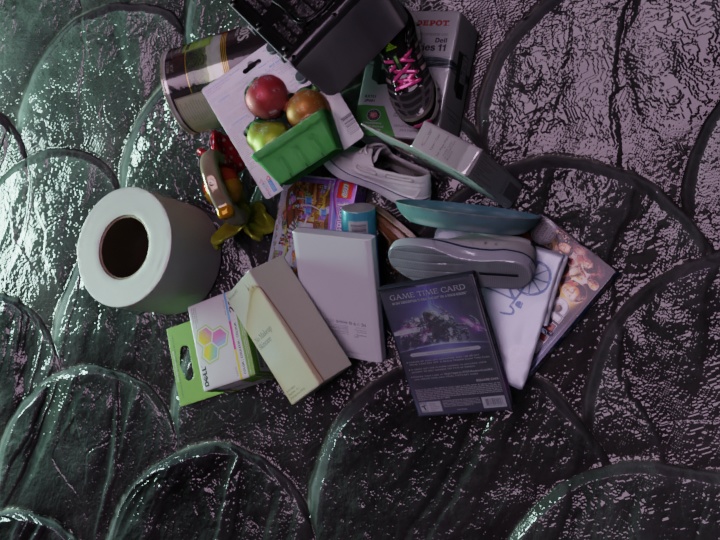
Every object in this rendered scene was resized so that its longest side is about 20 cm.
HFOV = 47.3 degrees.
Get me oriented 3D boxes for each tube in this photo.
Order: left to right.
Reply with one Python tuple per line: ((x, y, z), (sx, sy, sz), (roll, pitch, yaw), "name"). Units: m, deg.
((0.000, 0.000, 1.243), (0.077, 0.050, 0.200), (12, 115, 32), "tube")

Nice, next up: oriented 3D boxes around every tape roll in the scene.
((-0.357, -0.030, 1.400), (0.202, 0.139, 0.203), (-4, 81, 26), "tape roll")

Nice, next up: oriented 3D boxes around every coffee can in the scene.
((-0.204, -0.317, 1.346), (0.200, 0.146, 0.147), (-13, 76, 14), "coffee can")

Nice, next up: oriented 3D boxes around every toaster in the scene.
((-0.053, -0.367, 1.128), (0.200, 0.119, 0.181), (-45, 57, 5), "toaster")

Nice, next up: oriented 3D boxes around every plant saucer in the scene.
((0.146, -0.073, 1.130), (0.200, 0.200, 0.027), (11, 100, 27), "plant saucer")

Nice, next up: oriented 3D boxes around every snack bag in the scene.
((0.172, 0.049, 1.145), (0.188, 0.021, 0.200), (16, 92, 21), "snack bag")

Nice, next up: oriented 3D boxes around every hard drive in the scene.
((-0.030, 0.037, 1.238), (0.132, 0.025, 0.200), (7, 117, 27), "hard drive")

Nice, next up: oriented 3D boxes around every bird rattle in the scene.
((-0.213, -0.140, 1.343), (0.112, 0.163, 0.200), (-13, 86, 5), "bird rattle")

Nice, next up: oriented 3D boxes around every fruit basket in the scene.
((-0.117, -0.239, 1.248), (0.185, 0.094, 0.200), (-32, 83, 13), "fruit basket")

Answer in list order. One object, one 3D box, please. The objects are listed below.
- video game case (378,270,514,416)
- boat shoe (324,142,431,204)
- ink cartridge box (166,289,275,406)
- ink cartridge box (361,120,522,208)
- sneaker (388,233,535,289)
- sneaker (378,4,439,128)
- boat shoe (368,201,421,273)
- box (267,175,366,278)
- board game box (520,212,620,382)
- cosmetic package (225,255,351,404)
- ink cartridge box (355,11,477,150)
((0.117, 0.105, 1.127), (0.143, 0.019, 0.200), (-10, 105, 29), "video game case")
((0.027, -0.163, 1.258), (0.200, 0.074, 0.065), (26, 132, 23), "boat shoe")
((-0.250, 0.132, 1.358), (0.200, 0.076, 0.148), (-20, 74, 21), "ink cartridge box")
((0.118, -0.160, 1.151), (0.176, 0.200, 0.045), (32, 96, 26), "ink cartridge box")
((0.139, -0.018, 1.115), (0.200, 0.071, 0.073), (9, 129, 17), "sneaker")
((0.056, -0.300, 1.171), (0.074, 0.087, 0.200), (-16, 75, 23), "sneaker")
((0.068, -0.025, 1.227), (0.200, 0.072, 0.068), (42, 100, 25), "boat shoe")
((-0.073, -0.051, 1.319), (0.137, 0.039, 0.200), (10, 87, 26), "box")
((0.244, 0.038, 1.152), (0.135, 0.035, 0.200), (42, 101, 25), "board game box")
((-0.111, 0.091, 1.254), (0.200, 0.073, 0.104), (56, 140, 8), "cosmetic package")
((0.083, -0.287, 1.253), (0.146, 0.083, 0.200), (8, 85, 26), "ink cartridge box")
